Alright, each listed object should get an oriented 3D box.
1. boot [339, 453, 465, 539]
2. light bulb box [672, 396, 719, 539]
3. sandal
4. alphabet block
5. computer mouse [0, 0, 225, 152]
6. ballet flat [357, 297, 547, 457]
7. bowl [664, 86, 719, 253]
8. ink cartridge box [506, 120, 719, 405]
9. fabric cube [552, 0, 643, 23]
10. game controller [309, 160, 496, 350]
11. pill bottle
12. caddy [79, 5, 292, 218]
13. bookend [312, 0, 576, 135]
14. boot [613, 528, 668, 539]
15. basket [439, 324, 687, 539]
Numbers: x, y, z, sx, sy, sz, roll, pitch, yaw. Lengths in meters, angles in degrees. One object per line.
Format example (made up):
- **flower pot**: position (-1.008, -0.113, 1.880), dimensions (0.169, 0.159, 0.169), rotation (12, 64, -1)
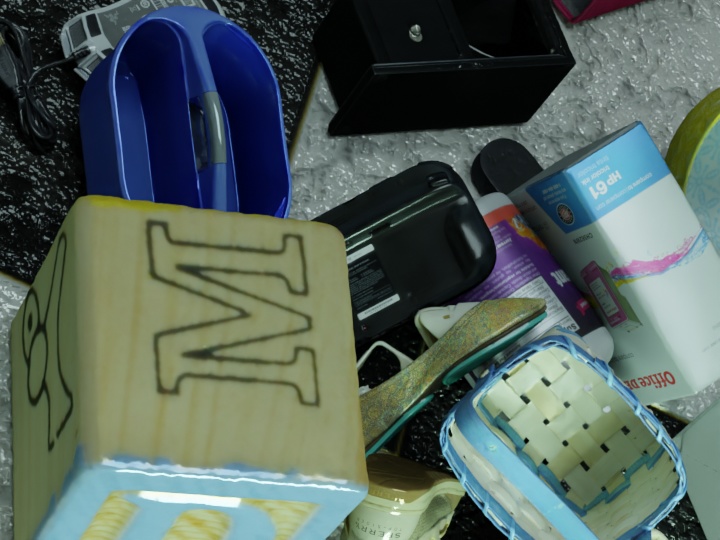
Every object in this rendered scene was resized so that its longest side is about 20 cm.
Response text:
- **boot**: position (0.020, 0.214, 1.577), dimensions (0.072, 0.200, 0.157), rotation (13, 92, 10)
- **light bulb box**: position (0.383, 0.184, 1.767), dimensions (0.199, 0.125, 0.199), rotation (-7, 64, -30)
- **sandal**: position (0.170, -0.030, 1.838), dimensions (0.200, 0.043, 0.076), rotation (45, 50, 4)
- **alphabet block**: position (-0.122, 0.089, 1.507), dimensions (0.195, 0.195, 0.201), rotation (8, 59, -23)
- **computer mouse**: position (-0.192, -0.166, 1.731), dimensions (0.199, 0.044, 0.110), rotation (-22, 68, -30)
- **ballet flat**: position (0.044, 0.067, 1.638), dimensions (0.200, 0.071, 0.071), rotation (-39, 81, 3)
- **bowl**: position (0.325, -0.083, 1.898), dimensions (0.199, 0.201, 0.108), rotation (-1, 19, -29)
- **ink cartridge box**: position (0.209, 0.002, 1.739), dimensions (0.084, 0.144, 0.201), rotation (-33, 92, -21)
- **fabric cube**: position (0.250, -0.370, 1.995), dimensions (0.199, 0.200, 0.197), rotation (-21, 72, -38)
- **game controller**: position (0.000, 0.000, 1.670), dimensions (0.199, 0.042, 0.105), rotation (-28, 82, 2)
- **pill bottle**: position (0.125, 0.050, 1.719), dimensions (0.111, 0.111, 0.200), rotation (-28, 77, -38)
- **caddy**: position (-0.126, -0.093, 1.649), dimensions (0.141, 0.105, 0.201), rotation (-3, 79, -30)
- **bookend**: position (0.046, -0.224, 1.861), dimensions (0.198, 0.092, 0.201), rotation (-5, 63, -30)
- **boot**: position (0.144, 0.250, 1.610), dimensions (0.200, 0.107, 0.075), rotation (-33, 81, -37)
- **basket**: position (0.143, 0.136, 1.563), dimensions (0.176, 0.139, 0.200), rotation (47, 13, -2)
